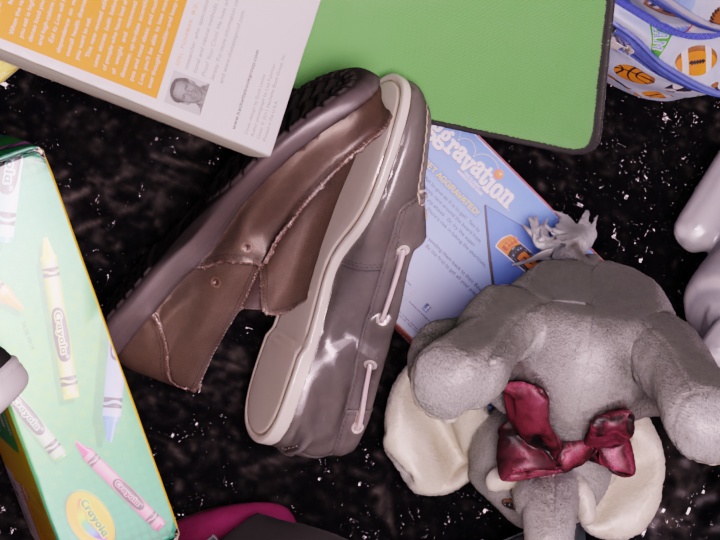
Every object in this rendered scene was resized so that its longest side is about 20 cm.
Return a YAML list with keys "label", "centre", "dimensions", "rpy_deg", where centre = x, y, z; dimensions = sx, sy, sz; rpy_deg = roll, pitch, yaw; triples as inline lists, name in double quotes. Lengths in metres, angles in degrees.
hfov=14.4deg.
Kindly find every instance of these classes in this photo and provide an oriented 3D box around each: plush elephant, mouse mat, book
- label: "plush elephant"
  centre: [0.097, 0.079, 1.418]
  dimensions: [0.164, 0.200, 0.156]
  rpy_deg: [6, 117, -3]
- label: "mouse mat"
  centre: [0.027, -0.140, 1.377]
  dimensions: [0.199, 0.008, 0.162]
  rpy_deg: [14, 128, 14]
- label: "book"
  centre: [-0.112, -0.148, 1.304]
  dimensions: [0.199, 0.048, 0.134]
  rpy_deg: [21, 84, -23]

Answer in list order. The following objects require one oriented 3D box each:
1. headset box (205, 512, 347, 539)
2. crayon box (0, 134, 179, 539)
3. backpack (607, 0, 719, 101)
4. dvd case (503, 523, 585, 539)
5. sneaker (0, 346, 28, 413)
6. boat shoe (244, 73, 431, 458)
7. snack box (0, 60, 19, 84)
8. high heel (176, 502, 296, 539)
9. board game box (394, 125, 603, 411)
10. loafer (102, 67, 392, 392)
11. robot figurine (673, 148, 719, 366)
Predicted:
- label: "headset box"
  centre: [-0.058, 0.227, 1.391]
  dimensions: [0.148, 0.075, 0.201]
  rpy_deg: [-34, 120, -34]
- label: "crayon box"
  centre: [-0.156, 0.039, 1.369]
  dimensions: [0.058, 0.119, 0.201]
  rpy_deg: [-21, 101, -13]
- label: "backpack"
  centre: [0.157, -0.182, 1.430]
  dimensions: [0.190, 0.154, 0.200]
  rpy_deg: [37, 82, -27]
- label: "dvd case"
  centre: [0.053, 0.219, 1.439]
  dimensions: [0.200, 0.022, 0.147]
  rpy_deg: [-16, 106, -47]
- label: "sneaker"
  centre: [-0.238, 0.036, 1.304]
  dimensions: [0.073, 0.200, 0.112]
  rpy_deg: [-44, 107, -32]
- label: "boat shoe"
  centre: [0.000, 0.000, 1.424]
  dimensions: [0.057, 0.067, 0.201]
  rpy_deg: [15, 102, -29]
- label: "snack box"
  centre: [-0.239, -0.138, 1.317]
  dimensions: [0.200, 0.068, 0.169]
  rpy_deg: [-41, 107, -11]
- label: "high heel"
  centre: [-0.105, 0.186, 1.409]
  dimensions: [0.200, 0.096, 0.068]
  rpy_deg: [-39, 104, -10]
- label: "board game box"
  centre: [0.063, 0.004, 1.481]
  dimensions: [0.200, 0.019, 0.103]
  rpy_deg: [44, 84, -15]
- label: "loafer"
  centre: [-0.047, -0.018, 1.398]
  dimensions: [0.071, 0.073, 0.200]
  rpy_deg: [40, 112, -11]
- label: "robot figurine"
  centre: [0.245, -0.001, 1.474]
  dimensions: [0.169, 0.113, 0.200]
  rpy_deg: [38, 67, 7]
